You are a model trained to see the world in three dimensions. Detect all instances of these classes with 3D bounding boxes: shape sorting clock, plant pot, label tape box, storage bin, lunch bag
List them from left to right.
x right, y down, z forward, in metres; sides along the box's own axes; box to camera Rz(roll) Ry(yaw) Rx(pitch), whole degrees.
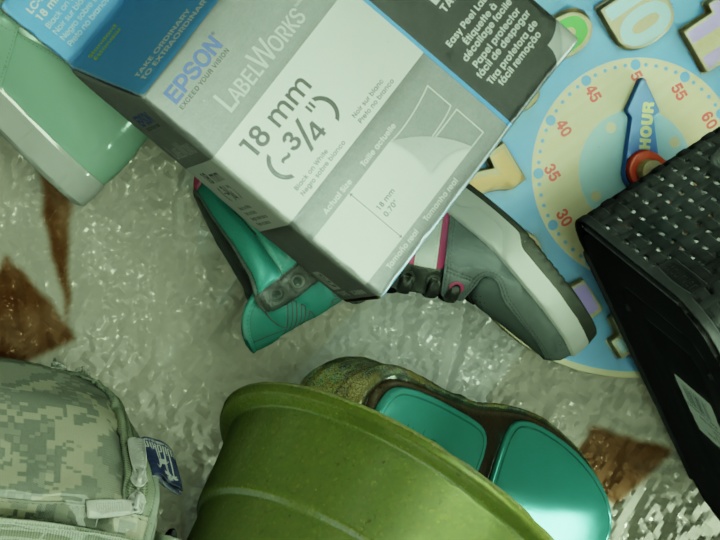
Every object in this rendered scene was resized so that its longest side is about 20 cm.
[{"bbox_3d":[-0.188,0.102,1.143,0.199,0.168,0.140,7,91,-17],"label":"lunch bag"},{"bbox_3d":[-0.031,-0.104,1.147,0.200,0.063,0.144,39,81,-10],"label":"label tape box"},{"bbox_3d":[-0.025,0.185,1.153,0.200,0.200,0.190,41,65,-14],"label":"plant pot"},{"bbox_3d":[0.133,-0.048,1.293,0.199,0.039,0.201,-1,93,-16],"label":"shape sorting clock"},{"bbox_3d":[0.194,0.047,1.238,0.094,0.135,0.201,-33,121,-7],"label":"storage bin"}]

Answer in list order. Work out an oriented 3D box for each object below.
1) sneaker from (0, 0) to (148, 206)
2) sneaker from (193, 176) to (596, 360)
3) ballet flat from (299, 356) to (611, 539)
[{"bbox_3d":[-0.153,-0.137,1.187,0.118,0.074,0.200,-46,113,-2],"label":"sneaker"},{"bbox_3d":[0.000,0.000,1.223,0.200,0.084,0.121,41,84,5],"label":"sneaker"},{"bbox_3d":[0.042,0.087,1.255,0.200,0.071,0.071,29,84,-45],"label":"ballet flat"}]
